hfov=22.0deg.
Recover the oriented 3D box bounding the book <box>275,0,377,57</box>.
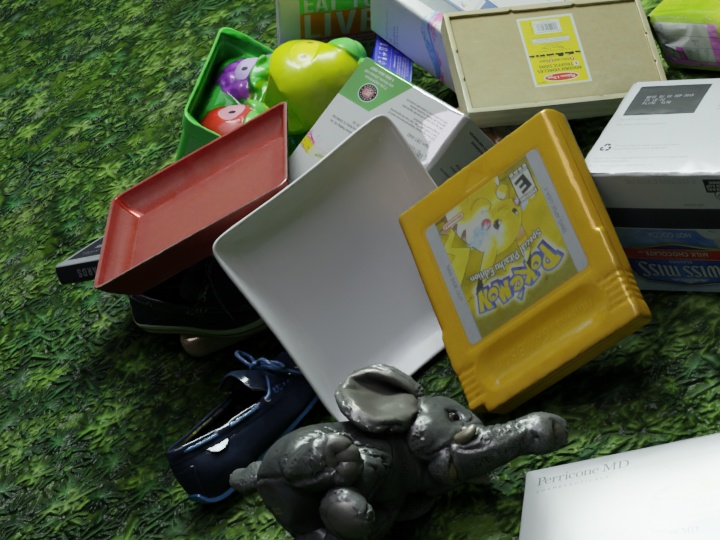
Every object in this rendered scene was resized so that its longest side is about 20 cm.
[{"bbox_3d":[-0.026,-0.280,2.006,0.133,0.200,0.048,-10,66,-5],"label":"book"}]

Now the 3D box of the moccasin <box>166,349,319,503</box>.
[{"bbox_3d":[-0.090,0.112,1.602,0.080,0.068,0.200,-17,27,49],"label":"moccasin"}]

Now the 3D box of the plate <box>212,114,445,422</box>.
[{"bbox_3d":[0.000,0.000,1.606,0.200,0.200,0.032,-39,9,-16],"label":"plate"}]

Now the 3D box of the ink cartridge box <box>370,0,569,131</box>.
[{"bbox_3d":[0.128,-0.258,1.892,0.200,0.088,0.145,39,66,23],"label":"ink cartridge box"}]

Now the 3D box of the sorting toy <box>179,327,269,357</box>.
[{"bbox_3d":[-0.093,-0.007,1.834,0.185,0.037,0.200,-23,36,8],"label":"sorting toy"}]

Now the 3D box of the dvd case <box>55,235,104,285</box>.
[{"bbox_3d":[-0.187,-0.043,1.840,0.150,0.025,0.200,-9,18,36],"label":"dvd case"}]

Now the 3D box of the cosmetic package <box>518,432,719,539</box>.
[{"bbox_3d":[0.208,0.216,1.181,0.199,0.123,0.200,-15,32,20],"label":"cosmetic package"}]

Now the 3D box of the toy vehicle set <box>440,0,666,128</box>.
[{"bbox_3d":[0.187,-0.203,1.790,0.200,0.027,0.124,-6,59,-7],"label":"toy vehicle set"}]

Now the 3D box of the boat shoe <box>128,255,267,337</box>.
[{"bbox_3d":[-0.141,0.020,1.749,0.200,0.062,0.075,-3,42,32],"label":"boat shoe"}]

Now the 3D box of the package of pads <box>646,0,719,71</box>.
[{"bbox_3d":[0.394,-0.255,1.786,0.200,0.068,0.155,12,48,47],"label":"package of pads"}]

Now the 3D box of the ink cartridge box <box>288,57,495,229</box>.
[{"bbox_3d":[0.009,-0.074,1.711,0.145,0.084,0.200,35,87,38],"label":"ink cartridge box"}]

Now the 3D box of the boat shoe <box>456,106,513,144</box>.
[{"bbox_3d":[0.120,-0.114,1.785,0.072,0.076,0.200,-25,37,-17],"label":"boat shoe"}]

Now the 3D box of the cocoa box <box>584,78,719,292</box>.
[{"bbox_3d":[0.305,-0.069,1.517,0.200,0.131,0.133,2,42,39],"label":"cocoa box"}]

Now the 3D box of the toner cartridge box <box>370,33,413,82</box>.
[{"bbox_3d":[0.021,-0.154,1.896,0.043,0.095,0.200,12,36,-4],"label":"toner cartridge box"}]

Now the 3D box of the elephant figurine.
[{"bbox_3d":[0.031,0.144,1.446,0.200,0.155,0.142,-34,-13,-30],"label":"elephant figurine"}]

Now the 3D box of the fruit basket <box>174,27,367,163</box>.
[{"bbox_3d":[-0.093,-0.184,1.951,0.216,0.155,0.216,-59,11,18],"label":"fruit basket"}]

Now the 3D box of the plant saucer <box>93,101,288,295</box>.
[{"bbox_3d":[-0.144,-0.060,1.693,0.199,0.037,0.200,-29,23,11],"label":"plant saucer"}]

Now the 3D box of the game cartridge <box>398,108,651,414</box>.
[{"bbox_3d":[0.129,-0.003,1.511,0.176,0.032,0.200,-37,58,29],"label":"game cartridge"}]
